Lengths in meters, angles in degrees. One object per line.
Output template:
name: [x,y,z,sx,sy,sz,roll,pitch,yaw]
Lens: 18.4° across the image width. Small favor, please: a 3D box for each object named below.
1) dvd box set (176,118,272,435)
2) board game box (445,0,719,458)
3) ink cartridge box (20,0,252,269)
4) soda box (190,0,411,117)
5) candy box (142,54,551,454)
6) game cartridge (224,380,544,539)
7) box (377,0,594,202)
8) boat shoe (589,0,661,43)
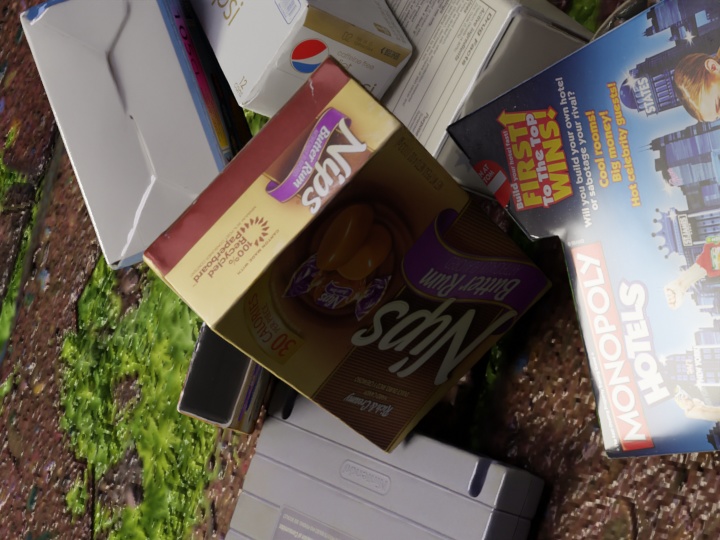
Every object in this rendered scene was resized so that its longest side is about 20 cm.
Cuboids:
dvd box set: [-0.051,0.009,1.123,0.200,0.029,0.147,85,-157,-86]
board game box: [0.136,-0.029,0.919,0.199,0.062,0.201,-8,95,44]
ink cartridge box: [-0.106,-0.085,1.172,0.200,0.076,0.137,-74,-35,-84]
soda box: [-0.045,-0.152,1.122,0.064,0.068,0.200,-53,38,24]
candy box: [0.000,0.000,0.990,0.117,0.200,0.056,-46,59,1]
game cartridge: [0.003,0.137,1.091,0.200,0.038,0.130,17,92,54]
box: [0.037,-0.117,1.123,0.095,0.077,0.200,-60,37,14]
boat shoe: [0.177,-0.120,0.954,0.200,0.076,0.074,-35,8,44]
